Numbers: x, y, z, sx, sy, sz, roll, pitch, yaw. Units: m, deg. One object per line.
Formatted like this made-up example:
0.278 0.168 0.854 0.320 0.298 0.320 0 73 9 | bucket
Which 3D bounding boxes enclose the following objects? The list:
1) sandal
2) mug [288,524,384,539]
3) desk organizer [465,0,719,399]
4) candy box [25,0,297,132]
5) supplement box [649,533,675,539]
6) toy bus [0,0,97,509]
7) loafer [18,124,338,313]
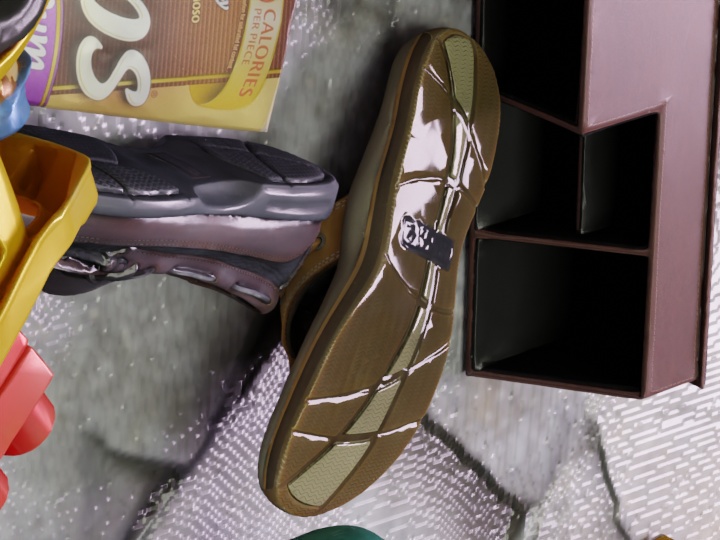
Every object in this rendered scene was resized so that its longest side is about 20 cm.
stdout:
0.000 0.000 1.150 0.080 0.054 0.201 34 69 -53 | sandal
-0.018 0.194 1.168 0.152 0.114 0.186 29 86 -47 | mug
0.094 -0.044 1.205 0.077 0.072 0.201 -18 120 -36 | desk organizer
-0.111 -0.115 0.954 0.199 0.056 0.117 4 105 -36 | candy box
0.173 0.219 1.305 0.109 0.199 0.109 -31 128 -31 | supplement box
-0.140 -0.022 0.849 0.201 0.135 0.192 -61 140 -22 | toy bus
-0.087 -0.012 1.042 0.199 0.072 0.063 0 112 -48 | loafer
